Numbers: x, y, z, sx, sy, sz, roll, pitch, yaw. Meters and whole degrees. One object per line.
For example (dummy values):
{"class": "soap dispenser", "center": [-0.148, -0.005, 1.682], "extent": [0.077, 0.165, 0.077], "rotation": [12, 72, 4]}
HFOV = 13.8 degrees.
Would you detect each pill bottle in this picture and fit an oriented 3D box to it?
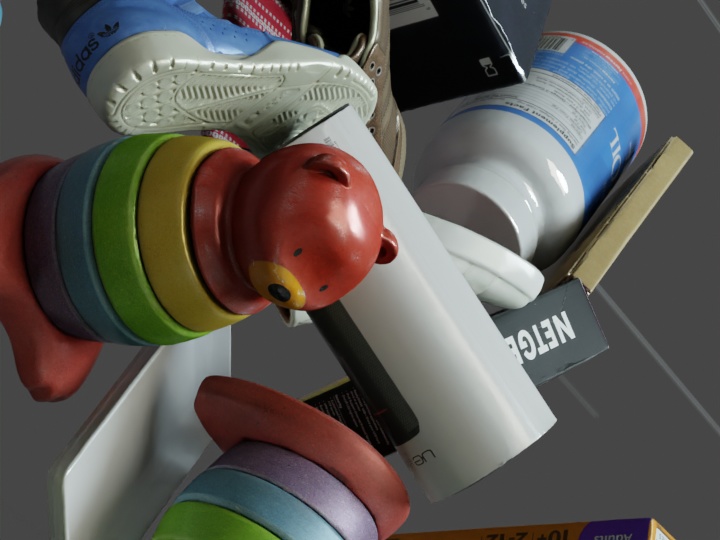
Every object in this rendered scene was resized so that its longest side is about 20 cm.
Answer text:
{"class": "pill bottle", "center": [0.100, -0.063, 1.880], "extent": [0.200, 0.112, 0.112], "rotation": [-50, 127, -51]}

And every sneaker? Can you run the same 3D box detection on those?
{"class": "sneaker", "center": [-0.083, -0.118, 1.561], "extent": [0.200, 0.077, 0.111], "rotation": [2, 42, -47]}
{"class": "sneaker", "center": [-0.016, -0.106, 1.649], "extent": [0.076, 0.070, 0.201], "rotation": [-59, 149, -68]}
{"class": "sneaker", "center": [0.000, 0.000, 1.636], "extent": [0.200, 0.073, 0.085], "rotation": [18, 86, -13]}

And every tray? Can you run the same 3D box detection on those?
{"class": "tray", "center": [-0.116, 0.086, 1.537], "extent": [0.200, 0.022, 0.108], "rotation": [-55, 153, -49]}

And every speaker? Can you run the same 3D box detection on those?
{"class": "speaker", "center": [0.017, 0.018, 1.531], "extent": [0.200, 0.081, 0.081], "rotation": [57, 33, -2]}

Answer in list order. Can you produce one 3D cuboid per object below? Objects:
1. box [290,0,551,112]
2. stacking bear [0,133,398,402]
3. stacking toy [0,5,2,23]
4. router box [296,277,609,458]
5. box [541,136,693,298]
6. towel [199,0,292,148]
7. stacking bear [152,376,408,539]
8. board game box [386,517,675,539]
{"class": "box", "center": [0.028, -0.230, 1.758], "extent": [0.197, 0.117, 0.200], "rotation": [58, 34, -30]}
{"class": "stacking bear", "center": [-0.081, -0.015, 1.461], "extent": [0.122, 0.200, 0.114], "rotation": [61, 36, -34]}
{"class": "stacking toy", "center": [-0.211, -0.079, 1.377], "extent": [0.085, 0.085, 0.201], "rotation": [30, 63, -55]}
{"class": "router box", "center": [0.034, 0.069, 1.695], "extent": [0.200, 0.149, 0.051], "rotation": [-22, 87, -60]}
{"class": "box", "center": [0.124, 0.009, 1.877], "extent": [0.021, 0.164, 0.200], "rotation": [43, 37, -1]}
{"class": "towel", "center": [-0.046, -0.088, 1.720], "extent": [0.145, 0.022, 0.200], "rotation": [41, 48, -48]}
{"class": "stacking bear", "center": [-0.071, 0.171, 1.506], "extent": [0.200, 0.114, 0.122], "rotation": [-55, 132, -26]}
{"class": "board game box", "center": [0.111, 0.279, 1.743], "extent": [0.200, 0.200, 0.200], "rotation": [43, 49, -49]}
